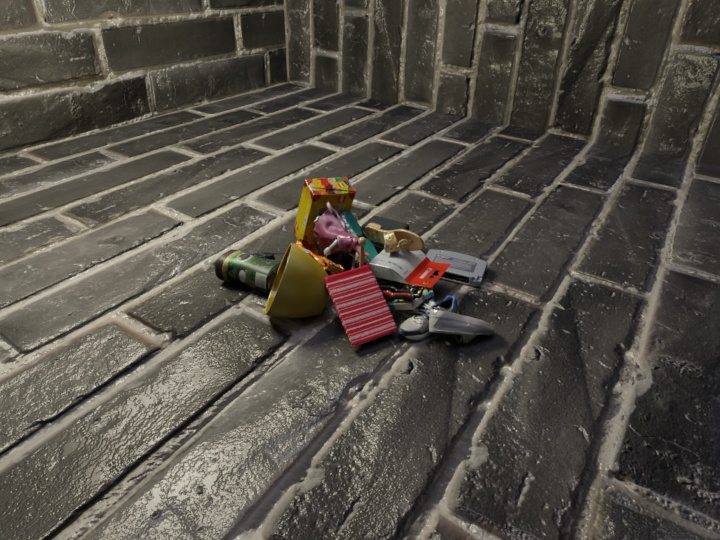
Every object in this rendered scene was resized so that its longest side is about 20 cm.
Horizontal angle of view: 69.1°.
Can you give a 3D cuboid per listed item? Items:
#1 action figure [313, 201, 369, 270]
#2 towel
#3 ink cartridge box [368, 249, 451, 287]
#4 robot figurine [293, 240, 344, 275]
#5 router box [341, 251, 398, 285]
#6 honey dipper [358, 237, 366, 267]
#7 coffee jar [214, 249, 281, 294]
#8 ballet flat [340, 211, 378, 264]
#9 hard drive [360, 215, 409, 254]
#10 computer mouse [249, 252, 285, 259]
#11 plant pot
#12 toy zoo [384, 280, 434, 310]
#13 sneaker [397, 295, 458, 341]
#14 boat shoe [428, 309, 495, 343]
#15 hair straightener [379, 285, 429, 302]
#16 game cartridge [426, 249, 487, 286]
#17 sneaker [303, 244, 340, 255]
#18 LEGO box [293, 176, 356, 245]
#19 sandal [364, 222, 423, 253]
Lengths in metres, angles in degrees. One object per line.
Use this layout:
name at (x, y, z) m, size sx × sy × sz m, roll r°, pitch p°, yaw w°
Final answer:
action figure at (-0.043, -0.086, 1.531) m, size 0.198 × 0.134 × 0.151 m, roll 26°, pitch 82°, yaw 34°
towel at (-0.001, 0.088, 1.371) m, size 0.142 × 0.023 × 0.203 m, roll -16°, pitch 71°, yaw -25°
ink cartridge box at (0.143, -0.020, 1.509) m, size 0.196 × 0.048 × 0.160 m, roll 10°, pitch 30°, yaw 29°
robot figurine at (-0.125, -0.020, 1.572) m, size 0.144 × 0.059 × 0.199 m, roll 23°, pitch 7°, yaw -45°
router box at (0.045, -0.024, 1.638) m, size 0.147 × 0.063 × 0.200 m, roll -11°, pitch 34°, yaw -23°
honey dipper at (0.000, 0.000, 1.463) m, size 0.037 × 0.204 × 0.038 m, roll 0°, pitch 30°, yaw 0°
coffee jar at (-0.329, 0.002, 1.554) m, size 0.196 × 0.087 × 0.104 m, roll 15°, pitch 28°, yaw 19°
ballet flat at (-0.009, -0.088, 1.596) m, size 0.071 × 0.072 × 0.202 m, roll -17°, pitch 67°, yaw -29°
hard drive at (0.060, -0.116, 1.697) m, size 0.137 × 0.034 × 0.200 m, roll 17°, pitch 34°, yaw 21°
computer mouse at (-0.272, -0.043, 1.692) m, size 0.196 × 0.035 × 0.058 m, roll -10°, pitch 16°, yaw -28°
plant pot at (-0.160, 0.047, 1.421) m, size 0.139 × 0.202 × 0.201 m, roll 22°, pitch 28°, yaw -13°
toy zoo at (0.119, 0.070, 1.457) m, size 0.197 × 0.021 × 0.131 m, roll -5°, pitch 23°, yaw 38°
sneaker at (0.181, 0.117, 1.395) m, size 0.197 × 0.087 × 0.077 m, roll -20°, pitch 37°, yaw -30°
boat shoe at (0.263, 0.152, 1.355) m, size 0.196 × 0.070 × 0.072 m, roll 15°, pitch -4°, yaw -29°
hair straightener at (0.110, 0.051, 1.414) m, size 0.198 × 0.042 × 0.077 m, roll -9°, pitch 20°, yaw 46°
game cartridge at (0.298, -0.013, 1.661) m, size 0.196 × 0.042 × 0.134 m, roll 14°, pitch 37°, yaw 19°
sneaker at (-0.116, -0.082, 1.716) m, size 0.086 × 0.075 × 0.198 m, roll 29°, pitch 40°, yaw 35°
LEGO box at (-0.114, -0.183, 1.633) m, size 0.146 × 0.202 × 0.078 m, roll -9°, pitch 48°, yaw -31°
sandal at (0.084, -0.079, 1.525) m, size 0.209 × 0.079 × 0.070 m, roll 20°, pitch 55°, yaw 38°
